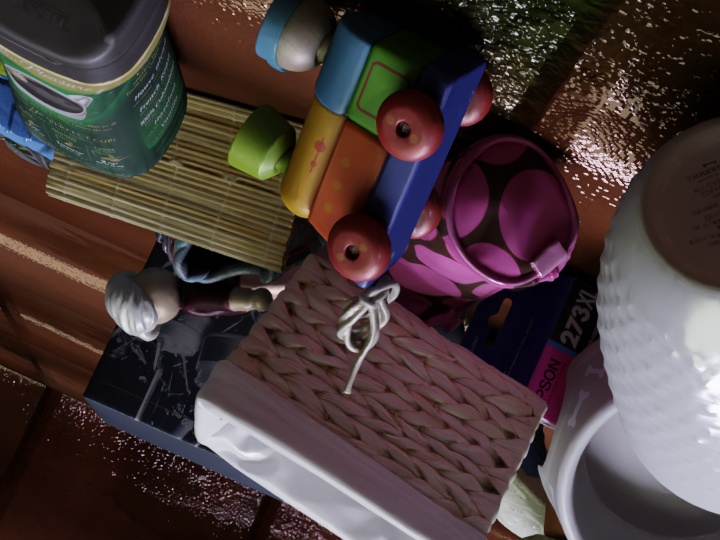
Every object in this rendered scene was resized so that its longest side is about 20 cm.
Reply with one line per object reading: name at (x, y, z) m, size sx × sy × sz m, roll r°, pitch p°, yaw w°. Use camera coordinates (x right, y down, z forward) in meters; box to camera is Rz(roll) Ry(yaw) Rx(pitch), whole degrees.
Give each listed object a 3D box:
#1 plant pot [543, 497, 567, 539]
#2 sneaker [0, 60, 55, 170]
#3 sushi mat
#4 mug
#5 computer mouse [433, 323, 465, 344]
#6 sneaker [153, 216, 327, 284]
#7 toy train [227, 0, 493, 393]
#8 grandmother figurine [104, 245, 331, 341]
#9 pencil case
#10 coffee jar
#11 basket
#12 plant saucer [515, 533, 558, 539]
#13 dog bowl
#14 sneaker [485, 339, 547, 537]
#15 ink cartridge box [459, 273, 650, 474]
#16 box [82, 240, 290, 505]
plant pot at (0.228, 0.166, 1.119) m, size 0.198 × 0.141 × 0.200 m, roll 22°, pitch 164°, yaw 7°
sneaker at (-0.245, -0.117, 1.021) m, size 0.082 × 0.072 × 0.200 m, roll 9°, pitch 162°, yaw 27°
sushi mat at (-0.123, -0.071, 0.962) m, size 0.198 × 0.097 × 0.012 m, roll 18°, pitch -171°, yaw 24°
mug at (0.206, 0.010, 0.669) m, size 0.197 × 0.149 × 0.176 m, roll -12°, pitch 147°, yaw 11°
computer mouse at (0.000, 0.000, 1.131) m, size 0.198 × 0.034 × 0.059 m, roll 31°, pitch -170°, yaw -7°
sneaker at (-0.114, -0.039, 1.012) m, size 0.198 × 0.096 × 0.080 m, roll 9°, pitch 134°, yaw 35°
toy train at (-0.021, -0.041, 0.754) m, size 0.115 × 0.202 × 0.085 m, roll 31°, pitch -150°, yaw 14°
grandmother figurine at (-0.087, 0.009, 1.053) m, size 0.197 × 0.062 × 0.121 m, roll -9°, pitch 177°, yaw -6°
pencil case at (0.061, -0.016, 0.869) m, size 0.094 × 0.090 × 0.200 m, roll 60°, pitch 164°, yaw 0°
coffee jar at (-0.155, -0.128, 0.818) m, size 0.103 × 0.086 × 0.200 m, roll 26°, pitch 166°, yaw 3°
basket at (0.007, 0.098, 0.929) m, size 0.199 × 0.124 × 0.136 m, roll 31°, pitch 161°, yaw 4°
plant saucer at (0.210, 0.263, 1.110) m, size 0.198 × 0.048 × 0.200 m, roll 12°, pitch 160°, yaw 38°
dog bowl at (0.211, 0.127, 0.922) m, size 0.198 × 0.201 × 0.059 m, roll 26°, pitch -154°, yaw -7°
sneaker at (0.140, 0.141, 1.211) m, size 0.076 × 0.112 × 0.200 m, roll -4°, pitch 136°, yaw 46°
ink cartridge box at (0.166, 0.071, 0.974) m, size 0.198 × 0.096 × 0.037 m, roll 26°, pitch 174°, yaw -6°
box at (-0.103, 0.075, 1.238) m, size 0.198 × 0.184 × 0.104 m, roll 21°, pitch 165°, yaw 8°
